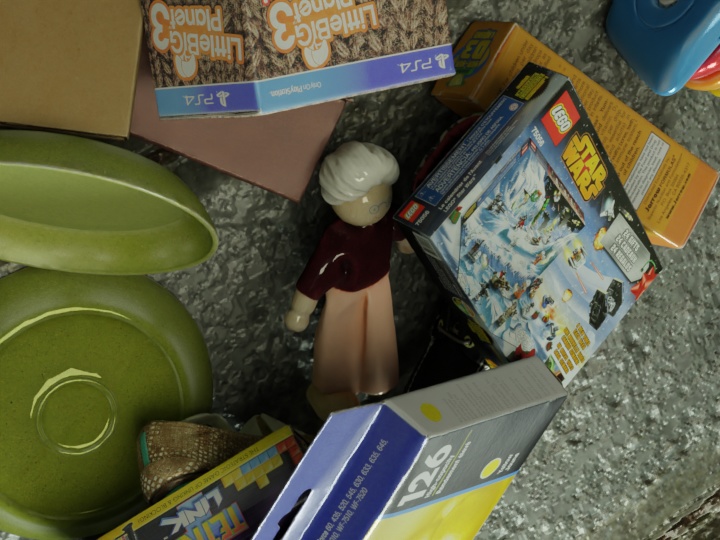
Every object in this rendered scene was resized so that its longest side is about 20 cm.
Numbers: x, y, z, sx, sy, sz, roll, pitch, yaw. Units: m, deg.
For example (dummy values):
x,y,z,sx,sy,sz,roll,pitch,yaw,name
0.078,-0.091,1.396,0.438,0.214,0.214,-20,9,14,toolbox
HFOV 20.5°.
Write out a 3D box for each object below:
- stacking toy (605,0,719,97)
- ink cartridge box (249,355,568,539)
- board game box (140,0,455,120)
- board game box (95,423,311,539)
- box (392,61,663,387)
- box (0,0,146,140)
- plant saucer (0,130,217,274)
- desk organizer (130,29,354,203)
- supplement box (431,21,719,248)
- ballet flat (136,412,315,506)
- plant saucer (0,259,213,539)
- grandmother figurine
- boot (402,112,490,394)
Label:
x,y,z,sx,sy,sz,roll,pitch,yaw,name
0.277,-0.154,1.377,0.199,0.110,0.116,25,113,-36,stacking toy
0.018,0.151,1.248,0.199,0.047,0.198,-14,143,-48,ink cartridge box
-0.044,-0.200,1.163,0.159,0.097,0.202,-17,103,-40,board game box
-0.094,0.194,1.308,0.199,0.057,0.165,-32,155,4,board game box
0.113,-0.017,1.279,0.137,0.040,0.200,-48,136,-14,box
-0.202,-0.184,1.167,0.162,0.021,0.202,7,85,0,box
-0.183,-0.042,1.199,0.199,0.200,0.031,13,72,-23,plant saucer
-0.114,-0.120,1.257,0.199,0.072,0.077,22,102,-24,desk organizer
0.148,-0.092,1.355,0.199,0.066,0.069,31,84,-26,supplement box
-0.074,0.125,1.343,0.070,0.066,0.199,-39,152,25,ballet flat
-0.191,0.093,1.321,0.199,0.031,0.201,-6,109,-17,plant saucer
0.000,0.000,1.309,0.121,0.060,0.201,-45,147,-42,grandmother figurine
0.064,0.007,1.326,0.204,0.073,0.154,-56,140,-9,boot
